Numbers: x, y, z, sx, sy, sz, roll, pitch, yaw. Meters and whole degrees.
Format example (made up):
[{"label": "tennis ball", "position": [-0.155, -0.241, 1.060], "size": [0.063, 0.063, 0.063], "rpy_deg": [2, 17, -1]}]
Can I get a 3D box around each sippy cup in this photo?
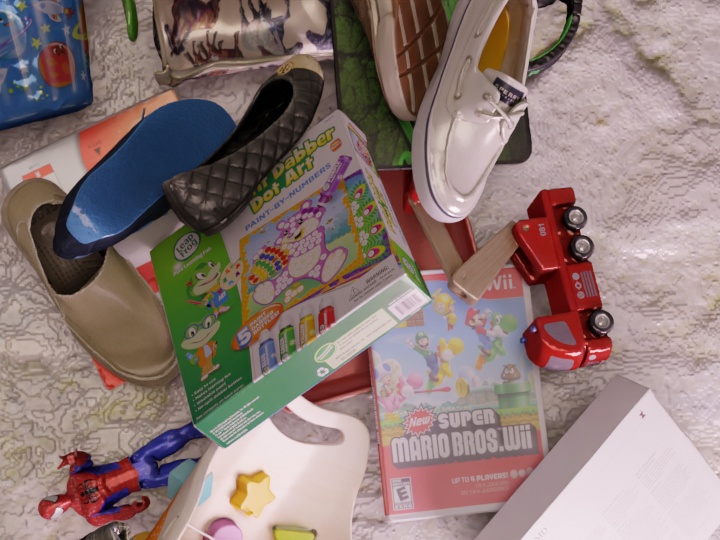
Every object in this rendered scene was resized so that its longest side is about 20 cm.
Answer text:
[{"label": "sippy cup", "position": [-0.277, -0.185, 1.338], "size": [0.139, 0.177, 0.131], "rpy_deg": [-19, 97, -52]}]

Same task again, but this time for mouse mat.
[{"label": "mouse mat", "position": [0.055, -0.181, 1.352], "size": [0.160, 0.008, 0.202], "rpy_deg": [-3, 80, -10]}]

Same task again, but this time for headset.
[{"label": "headset", "position": [0.131, -0.267, 1.409], "size": [0.122, 0.094, 0.202], "rpy_deg": [4, 77, -7]}]

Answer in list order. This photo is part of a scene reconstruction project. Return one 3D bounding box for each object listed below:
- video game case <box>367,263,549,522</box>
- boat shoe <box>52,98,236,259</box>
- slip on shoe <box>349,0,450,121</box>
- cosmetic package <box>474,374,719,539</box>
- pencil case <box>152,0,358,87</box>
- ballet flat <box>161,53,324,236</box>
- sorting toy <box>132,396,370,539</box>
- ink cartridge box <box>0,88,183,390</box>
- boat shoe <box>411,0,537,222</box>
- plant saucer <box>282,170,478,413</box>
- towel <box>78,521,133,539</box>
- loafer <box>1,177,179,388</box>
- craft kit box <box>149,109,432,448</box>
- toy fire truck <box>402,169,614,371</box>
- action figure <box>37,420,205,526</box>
[{"label": "video game case", "position": [0.079, 0.099, 1.354], "size": [0.142, 0.017, 0.202], "rpy_deg": [-4, 82, -12]}, {"label": "boat shoe", "position": [-0.175, -0.076, 1.293], "size": [0.084, 0.069, 0.200], "rpy_deg": [54, 44, 1]}, {"label": "slip on shoe", "position": [0.020, -0.219, 1.324], "size": [0.076, 0.060, 0.202], "rpy_deg": [-17, 98, -46]}, {"label": "cosmetic package", "position": [0.197, 0.210, 1.345], "size": [0.200, 0.052, 0.151], "rpy_deg": [-47, 120, -11]}, {"label": "pencil case", "position": [-0.080, -0.202, 1.377], "size": [0.198, 0.078, 0.090], "rpy_deg": [-9, 55, -12]}, {"label": "ballet flat", "position": [-0.085, -0.109, 1.287], "size": [0.057, 0.066, 0.201], "rpy_deg": [51, 49, -24]}, {"label": "sorting toy", "position": [-0.072, 0.176, 1.297], "size": [0.200, 0.107, 0.181], "rpy_deg": [37, 77, -36]}, {"label": "ink cartridge box", "position": [-0.184, -0.026, 1.362], "size": [0.161, 0.050, 0.201], "rpy_deg": [-26, 83, -9]}, {"label": "boat shoe", "position": [0.098, -0.135, 1.301], "size": [0.071, 0.070, 0.201], "rpy_deg": [28, 70, -33]}, {"label": "plant saucer", "position": [0.000, 0.000, 1.381], "size": [0.199, 0.037, 0.201], "rpy_deg": [-14, 84, -13]}, {"label": "towel", "position": [-0.170, 0.295, 1.253], "size": [0.034, 0.192, 0.201], "rpy_deg": [-23, 82, -34]}, {"label": "loafer", "position": [-0.213, 0.015, 1.313], "size": [0.076, 0.068, 0.200], "rpy_deg": [-41, 103, -5]}, {"label": "craft kit box", "position": [-0.059, 0.003, 1.256], "size": [0.199, 0.198, 0.048], "rpy_deg": [-36, 130, 13]}, {"label": "toy fire truck", "position": [0.117, -0.011, 1.346], "size": [0.140, 0.049, 0.202], "rpy_deg": [-7, 72, -13]}, {"label": "action figure", "position": [-0.166, 0.154, 1.318], "size": [0.199, 0.099, 0.066], "rpy_deg": [-22, 85, -7]}]
